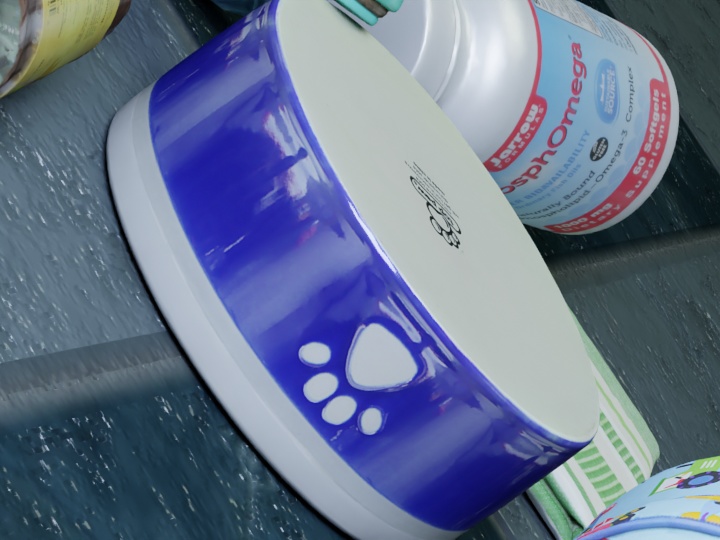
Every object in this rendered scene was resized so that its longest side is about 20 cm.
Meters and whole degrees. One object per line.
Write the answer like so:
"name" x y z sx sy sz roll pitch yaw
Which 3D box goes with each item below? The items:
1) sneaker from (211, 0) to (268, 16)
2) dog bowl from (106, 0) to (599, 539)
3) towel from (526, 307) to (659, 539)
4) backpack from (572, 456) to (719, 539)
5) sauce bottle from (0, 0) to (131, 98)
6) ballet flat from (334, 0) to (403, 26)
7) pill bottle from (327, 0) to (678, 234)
"sneaker" -0.072 -0.199 1.150 0.201 0.076 0.081 60 15 9
"dog bowl" 0.000 0.000 0.956 0.200 0.079 0.200 48 18 -21
"towel" 0.079 0.047 1.191 0.153 0.023 0.200 56 15 -1
"backpack" 0.088 0.146 0.629 0.182 0.201 0.134 22 2 28
"sauce bottle" -0.109 -0.096 0.861 0.065 0.065 0.200 54 17 -3
"ballet flat" -0.042 -0.164 1.037 0.200 0.071 0.067 33 -1 35
"pill bottle" 0.054 -0.085 1.202 0.200 0.109 0.109 15 42 -53
